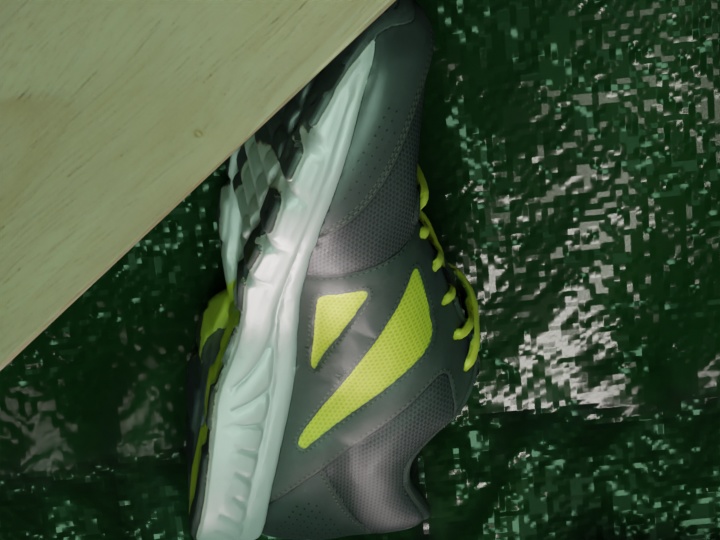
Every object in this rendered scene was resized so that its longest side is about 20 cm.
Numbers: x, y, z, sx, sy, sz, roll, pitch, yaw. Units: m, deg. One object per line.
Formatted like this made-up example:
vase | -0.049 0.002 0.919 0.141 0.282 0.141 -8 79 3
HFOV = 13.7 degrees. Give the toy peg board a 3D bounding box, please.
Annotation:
toy peg board | -0.104 -0.107 0.827 0.200 0.098 0.199 -42 96 17

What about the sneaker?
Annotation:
sneaker | 0.000 0.000 0.890 0.084 0.075 0.201 5 129 -14
